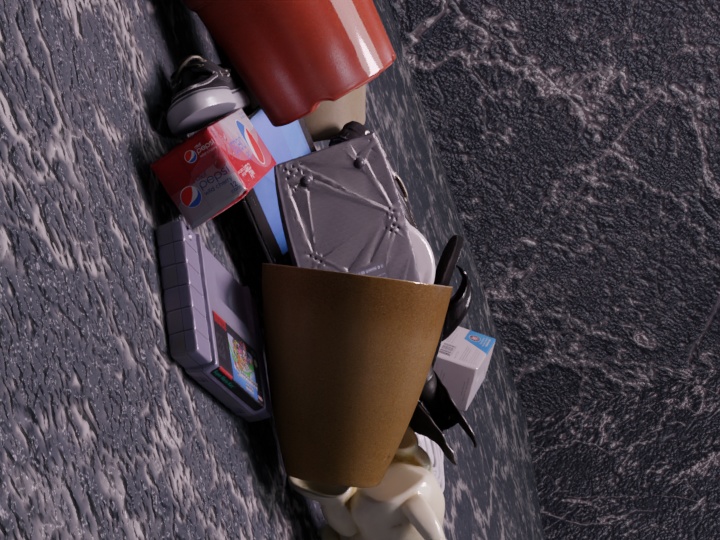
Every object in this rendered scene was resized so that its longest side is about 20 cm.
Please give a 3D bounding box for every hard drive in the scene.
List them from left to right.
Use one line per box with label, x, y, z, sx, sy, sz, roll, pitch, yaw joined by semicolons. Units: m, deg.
hard drive;-0.016;-0.032;1.489;0.042;0.135;0.201;5;-66;63

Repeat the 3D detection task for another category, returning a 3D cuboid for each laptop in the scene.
laptop;-0.074;-0.072;1.526;0.200;0.103;0.178;-116;-177;-54

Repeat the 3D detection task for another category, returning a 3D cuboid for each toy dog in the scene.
toy dog;0.044;0.277;1.463;0.139;0.194;0.201;-37;127;-33

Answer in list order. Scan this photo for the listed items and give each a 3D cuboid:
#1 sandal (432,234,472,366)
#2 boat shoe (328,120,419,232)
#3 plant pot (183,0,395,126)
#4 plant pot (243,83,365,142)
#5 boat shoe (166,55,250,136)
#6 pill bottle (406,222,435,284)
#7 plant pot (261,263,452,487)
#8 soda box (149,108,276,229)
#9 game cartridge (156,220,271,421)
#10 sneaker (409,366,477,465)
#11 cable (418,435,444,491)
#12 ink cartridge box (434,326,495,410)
sandal;0.101;0.058;1.708;0.075;0.048;0.201;-174;-81;-81
boat shoe;0.023;-0.091;1.667;0.200;0.074;0.060;51;54;-35
plant pot;-0.071;-0.267;1.451;0.196;0.200;0.201;60;13;-12
plant pot;-0.069;-0.253;1.663;0.201;0.200;0.184;-78;163;-69
boat shoe;-0.154;-0.177;1.373;0.066;0.070;0.200;62;12;-4
pill bottle;0.000;0.000;1.633;0.200;0.114;0.115;179;-106;-71
plant pot;-0.016;0.102;1.365;0.186;0.186;0.201;14;84;-79
soda box;-0.131;-0.098;1.306;0.070;0.063;0.200;57;9;-8
game cartridge;-0.127;0.052;1.277;0.200;0.038;0.130;55;19;-64
sneaker;0.048;0.126;1.496;0.104;0.060;0.200;63;-17;-22
cable;0.062;0.230;1.962;0.200;0.069;0.200;63;16;-47
ink cartridge box;0.070;0.108;1.915;0.116;0.199;0.068;-45;151;-65
